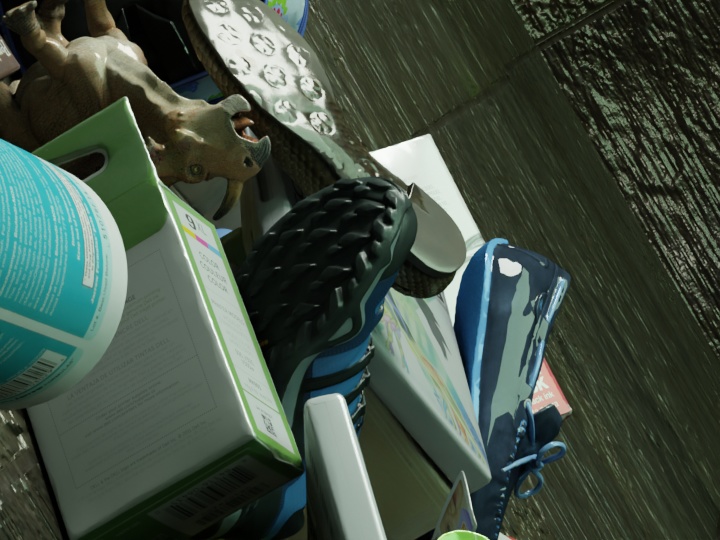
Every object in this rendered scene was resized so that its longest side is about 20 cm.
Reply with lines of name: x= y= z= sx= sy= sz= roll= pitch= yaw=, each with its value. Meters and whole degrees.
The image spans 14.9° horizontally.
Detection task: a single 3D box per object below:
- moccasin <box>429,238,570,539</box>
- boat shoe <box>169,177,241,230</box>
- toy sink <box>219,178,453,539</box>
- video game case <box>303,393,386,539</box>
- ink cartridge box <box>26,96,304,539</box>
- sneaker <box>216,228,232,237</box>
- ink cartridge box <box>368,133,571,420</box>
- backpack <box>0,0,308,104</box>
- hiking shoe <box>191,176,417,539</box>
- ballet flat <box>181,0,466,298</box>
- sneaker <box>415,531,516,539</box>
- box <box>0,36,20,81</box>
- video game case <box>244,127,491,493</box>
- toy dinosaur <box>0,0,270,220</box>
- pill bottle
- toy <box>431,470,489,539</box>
moccasin: x=0.085 y=0.081 z=1.561 sx=0.080 sy=0.068 sz=0.201 roll=151 pitch=-50 yaw=-71
boat shoe: x=-0.059 y=-0.023 z=1.697 sx=0.200 sy=0.072 sz=0.063 roll=55 pitch=17 yaw=-2
toy sink: x=-0.046 y=0.053 z=1.496 sx=0.200 sy=0.112 sz=0.131 roll=54 pitch=14 yaw=-27
video game case: x=0.008 y=0.187 z=1.271 sx=0.182 sy=0.023 sz=0.201 roll=91 pitch=-15 yaw=-55
ink cartridge box: x=-0.111 y=0.030 z=1.320 sx=0.059 sy=0.103 sz=0.201 roll=39 pitch=25 yaw=-58
sneaker: x=-0.026 y=0.053 z=1.636 sx=0.201 sy=0.082 sz=0.074 roll=57 pitch=16 yaw=-11
ink cartridge box: x=0.030 y=0.037 z=1.723 sx=0.201 sy=0.083 sz=0.147 roll=64 pitch=-29 yaw=12
backpack: x=-0.120 y=-0.187 z=1.581 sx=0.147 sy=0.182 sz=0.201 roll=21 pitch=52 yaw=-74
hiking shoe: x=-0.028 y=0.045 z=1.358 sx=0.074 sy=0.201 sz=0.087 roll=38 pitch=10 yaw=37
ballet flat: x=-0.025 y=-0.063 z=1.410 sx=0.200 sy=0.046 sz=0.067 roll=48 pitch=43 yaw=1
sneaker: x=0.067 y=0.181 z=1.619 sx=0.200 sy=0.071 sz=0.098 roll=33 pitch=-3 yaw=-40
box: x=-0.248 y=-0.154 z=1.276 sx=0.201 sy=0.075 sz=0.100 roll=60 pitch=13 yaw=-8
video game case: x=0.000 y=0.000 z=1.487 sx=0.200 sy=0.022 sz=0.183 roll=51 pitch=16 yaw=-35
toy dinosaur: x=-0.144 y=-0.074 z=1.418 sx=0.200 sy=0.086 sz=0.136 roll=-12 pitch=-77 yaw=57
pill bottle: x=-0.183 y=-0.011 z=1.126 sx=0.111 sy=0.110 sz=0.200 roll=65 pitch=13 yaw=20
toy: x=0.022 y=0.211 z=1.390 sx=0.047 sy=0.201 sz=0.115 roll=6 pitch=38 yaw=-19
